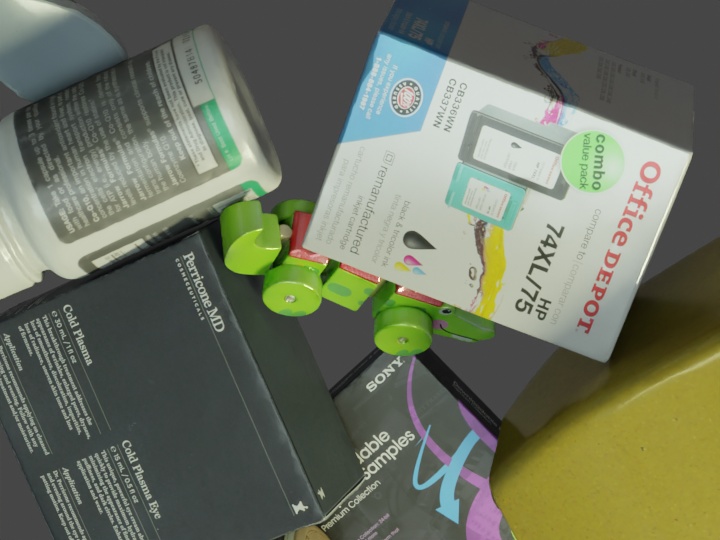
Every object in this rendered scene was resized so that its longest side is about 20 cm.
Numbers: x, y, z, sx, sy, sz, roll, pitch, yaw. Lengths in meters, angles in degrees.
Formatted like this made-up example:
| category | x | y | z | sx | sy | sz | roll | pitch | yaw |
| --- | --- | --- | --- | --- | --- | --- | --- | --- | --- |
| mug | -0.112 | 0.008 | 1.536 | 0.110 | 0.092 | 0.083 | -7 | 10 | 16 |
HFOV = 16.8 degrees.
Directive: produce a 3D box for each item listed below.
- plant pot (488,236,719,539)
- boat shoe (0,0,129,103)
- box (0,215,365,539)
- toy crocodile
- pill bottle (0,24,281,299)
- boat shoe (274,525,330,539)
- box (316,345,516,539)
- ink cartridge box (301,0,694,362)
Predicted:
| category | x | y | z | sx | sy | sz | roll | pitch | yaw |
| --- | --- | --- | --- | --- | --- | --- | --- | --- | --- |
| plant pot | 0.192 | 0.120 | 1.510 | 0.199 | 0.196 | 0.195 | -25 | 103 | 17 |
| boat shoe | -0.240 | -0.169 | 1.541 | 0.201 | 0.086 | 0.075 | 18 | 120 | -29 |
| box | -0.124 | 0.089 | 1.573 | 0.181 | 0.104 | 0.201 | -22 | 94 | 19 |
| toy crocodile | 0.000 | 0.000 | 1.542 | 0.199 | 0.068 | 0.062 | 19 | 144 | -19 |
| pill bottle | -0.159 | -0.064 | 1.527 | 0.199 | 0.113 | 0.114 | -24 | 104 | 4 |
| boat shoe | -0.034 | 0.246 | 1.628 | 0.064 | 0.072 | 0.201 | -5 | 135 | 18 |
| box | 0.045 | 0.153 | 1.626 | 0.200 | 0.036 | 0.143 | 45 | 109 | -6 |
| ink cartridge box | 0.088 | -0.064 | 1.488 | 0.199 | 0.146 | 0.148 | 20 | 110 | 1 |
